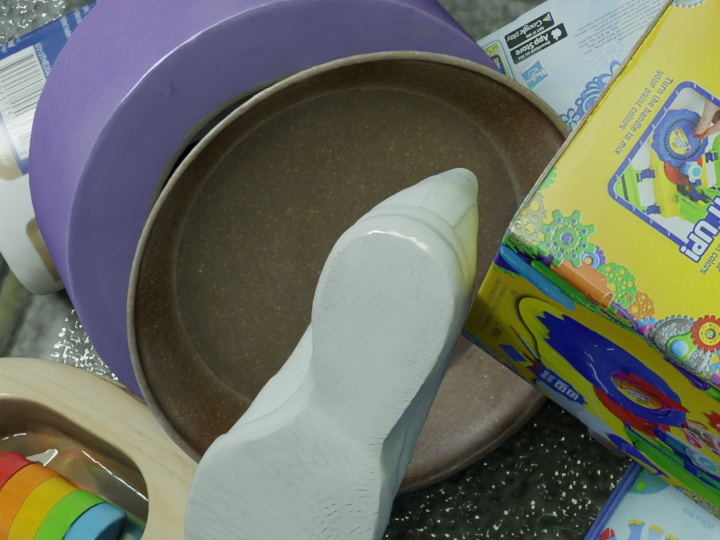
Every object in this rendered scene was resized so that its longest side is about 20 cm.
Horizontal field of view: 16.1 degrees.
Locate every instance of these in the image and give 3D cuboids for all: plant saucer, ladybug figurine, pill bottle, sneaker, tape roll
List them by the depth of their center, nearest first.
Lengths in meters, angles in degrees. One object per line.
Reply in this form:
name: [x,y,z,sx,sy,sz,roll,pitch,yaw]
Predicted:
sneaker: [-0.001,0.046,0.983,0.075,0.200,0.089,32,33,2]
plant saucer: [0.000,0.000,1.018,0.200,0.201,0.037,-31,32,-3]
tape roll: [-0.033,-0.036,1.058,0.200,0.200,0.085,-31,32,-3]
ladybug figurine: [-0.126,0.115,1.081,0.200,0.072,0.136,30,72,29]
pill bottle: [-0.080,-0.078,1.137,0.200,0.111,0.111,-25,66,-1]

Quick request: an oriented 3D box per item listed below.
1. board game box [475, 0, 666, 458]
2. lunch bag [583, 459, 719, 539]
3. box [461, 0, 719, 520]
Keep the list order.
board game box: [0.159,-0.052,1.076,0.200,0.043,0.199,-28,58,16]
lunch bag: [0.173,0.163,1.012,0.200,0.082,0.161,33,80,22]
box: [0.153,0.013,0.896,0.192,0.200,0.122,35,80,5]
